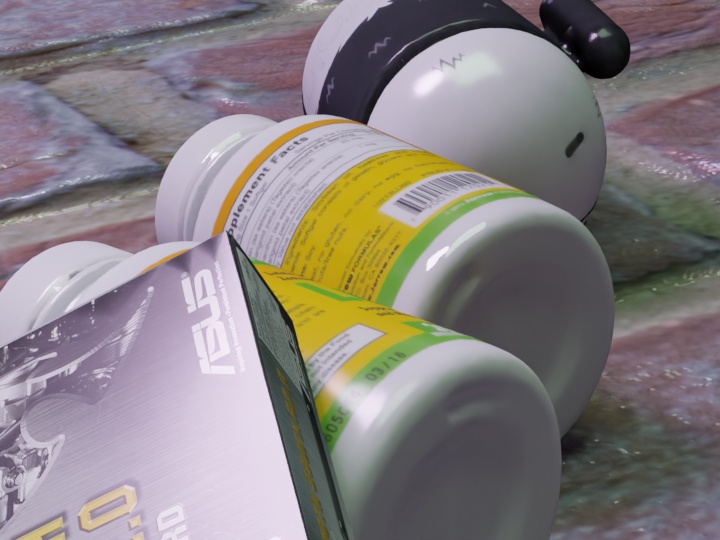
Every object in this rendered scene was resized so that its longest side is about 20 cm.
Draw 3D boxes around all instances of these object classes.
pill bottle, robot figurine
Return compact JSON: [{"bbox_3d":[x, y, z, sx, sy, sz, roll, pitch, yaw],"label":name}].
[{"bbox_3d":[0.000,0.000,0.835,0.110,0.112,0.199,-18,28,-32],"label":"pill bottle"},{"bbox_3d":[-0.040,0.054,0.699,0.199,0.112,0.111,20,32,40],"label":"pill bottle"},{"bbox_3d":[0.043,-0.072,0.982,0.124,0.151,0.200,13,18,-21],"label":"robot figurine"}]

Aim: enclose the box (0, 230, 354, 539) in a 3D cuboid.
[{"bbox_3d":[-0.077,0.100,0.552,0.157,0.048,0.201,-25,43,8],"label":"box"}]
